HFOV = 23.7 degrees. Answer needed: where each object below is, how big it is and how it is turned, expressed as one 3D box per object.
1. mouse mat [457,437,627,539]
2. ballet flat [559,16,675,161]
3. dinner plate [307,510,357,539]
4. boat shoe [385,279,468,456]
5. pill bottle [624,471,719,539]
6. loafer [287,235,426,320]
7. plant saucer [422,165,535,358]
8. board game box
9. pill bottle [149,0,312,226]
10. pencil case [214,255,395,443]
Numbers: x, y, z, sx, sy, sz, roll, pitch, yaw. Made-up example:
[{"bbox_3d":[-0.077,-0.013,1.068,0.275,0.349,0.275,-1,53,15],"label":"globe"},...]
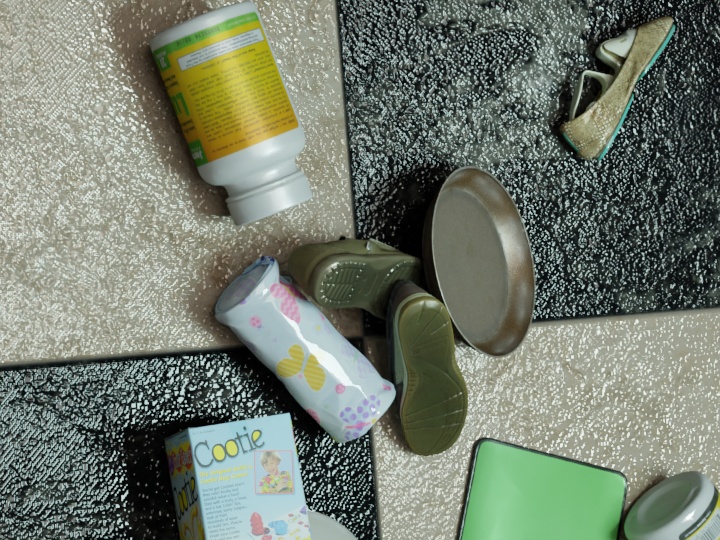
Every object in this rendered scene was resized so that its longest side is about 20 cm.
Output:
[{"bbox_3d":[0.195,0.277,1.844,0.199,0.008,0.162,17,79,-25],"label":"mouse mat"},{"bbox_3d":[0.280,-0.215,1.896,0.065,0.071,0.200,32,69,-5],"label":"ballet flat"},{"bbox_3d":[-0.066,0.338,1.705,0.199,0.024,0.201,2,84,-25],"label":"dinner plate"},{"bbox_3d":[0.064,0.097,1.739,0.071,0.066,0.202,-14,126,-8],"label":"boat shoe"},{"bbox_3d":[0.385,0.327,1.873,0.111,0.111,0.200,-42,104,-22],"label":"pill bottle"},{"bbox_3d":[0.000,0.000,1.712,0.076,0.067,0.200,-59,150,10],"label":"loafer"},{"bbox_3d":[0.119,-0.007,1.779,0.200,0.032,0.201,19,66,-51],"label":"plant saucer"},{"bbox_3d":[-0.111,0.246,1.629,0.104,0.103,0.201,-7,82,-21],"label":"board game box"},{"bbox_3d":[-0.120,-0.150,1.670,0.111,0.111,0.201,-23,96,-25],"label":"pill bottle"},{"bbox_3d":[-0.055,0.079,1.699,0.083,0.091,0.200,-39,104,13],"label":"pencil case"}]
